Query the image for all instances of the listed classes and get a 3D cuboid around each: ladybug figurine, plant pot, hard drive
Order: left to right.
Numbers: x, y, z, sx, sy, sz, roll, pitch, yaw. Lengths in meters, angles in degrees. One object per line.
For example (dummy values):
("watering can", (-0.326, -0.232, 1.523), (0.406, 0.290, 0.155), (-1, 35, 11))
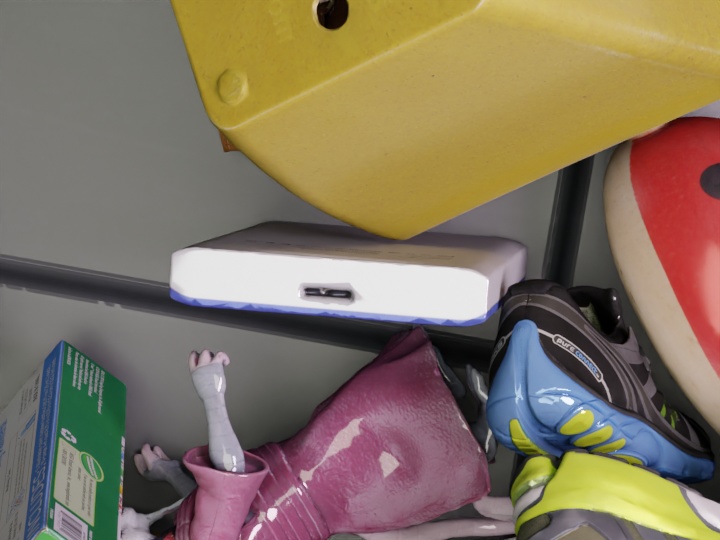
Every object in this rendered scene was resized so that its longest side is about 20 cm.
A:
("hard drive", (0.000, 0.000, 1.261), (0.131, 0.200, 0.026), (4, 95, 8))
("plant pot", (0.017, -0.138, 1.169), (0.199, 0.176, 0.201), (-24, 79, 28))
("ladybug figurine", (0.187, 0.009, 1.289), (0.200, 0.136, 0.072), (51, 134, -6))

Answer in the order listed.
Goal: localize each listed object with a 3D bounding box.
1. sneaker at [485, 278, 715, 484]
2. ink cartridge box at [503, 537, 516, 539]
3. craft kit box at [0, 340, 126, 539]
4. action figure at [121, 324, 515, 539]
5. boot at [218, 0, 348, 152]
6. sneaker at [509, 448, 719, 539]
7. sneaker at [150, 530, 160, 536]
("sneaker", (0.109, 0.051, 1.271), (0.070, 0.199, 0.083), (-6, 73, 22))
("ink cartridge box", (0.108, 0.222, 1.305), (0.145, 0.084, 0.201), (-13, 114, 4))
("craft kit box", (-0.179, 0.151, 1.275), (0.048, 0.200, 0.198), (39, 105, -16))
("action figure", (-0.031, 0.107, 1.307), (0.199, 0.134, 0.149), (-32, 79, -9))
("boot", (-0.010, -0.155, 1.327), (0.154, 0.077, 0.201), (-10, 101, 8))
("sneaker", (0.151, 0.142, 1.177), (0.199, 0.074, 0.081), (14, 58, 4))
("sneaker", (-0.068, 0.176, 1.358), (0.199, 0.076, 0.088), (10, 112, 4))
